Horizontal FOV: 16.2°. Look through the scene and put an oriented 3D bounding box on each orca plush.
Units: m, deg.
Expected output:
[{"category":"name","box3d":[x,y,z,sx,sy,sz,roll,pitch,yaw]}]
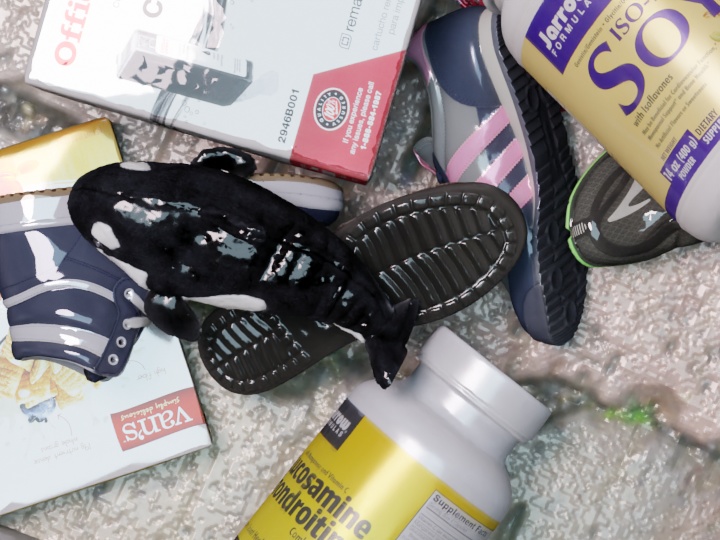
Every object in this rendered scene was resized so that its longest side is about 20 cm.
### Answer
[{"category":"orca plush","box3d":[-0.060,-0.002,1.344,0.200,0.071,0.105,38,82,-4]}]

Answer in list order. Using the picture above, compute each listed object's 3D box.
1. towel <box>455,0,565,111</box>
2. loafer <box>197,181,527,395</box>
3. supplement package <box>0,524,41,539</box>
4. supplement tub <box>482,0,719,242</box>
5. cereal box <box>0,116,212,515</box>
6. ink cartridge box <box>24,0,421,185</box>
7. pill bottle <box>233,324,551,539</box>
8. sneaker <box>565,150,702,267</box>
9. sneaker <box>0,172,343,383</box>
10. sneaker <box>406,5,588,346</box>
[{"category":"towel","box3d":[0.105,-0.208,1.465,0.145,0.022,0.200,-40,91,-1]},{"category":"loafer","box3d":[0.000,0.000,1.429,0.200,0.071,0.073,-23,103,13]},{"category":"supplement package","box3d":[-0.178,0.221,1.420,0.199,0.117,0.118,21,91,-2]},{"category":"supplement tub","box3d":[0.167,-0.130,1.348,0.145,0.145,0.200,-44,73,0]},{"category":"cereal box","box3d":[-0.181,0.028,1.454,0.143,0.040,0.201,-19,90,-4]},{"category":"ink cartridge box","box3d":[-0.071,-0.143,1.398,0.199,0.084,0.145,16,91,0]},{"category":"pill bottle","box3d":[0.014,0.133,1.423,0.112,0.112,0.200,38,90,-1]},{"category":"sneaker","box3d":[0.210,-0.053,1.433,0.199,0.084,0.077,-19,96,-2]},{"category":"sneaker","box3d":[-0.105,0.005,1.408,0.199,0.070,0.109,-5,85,-8]},{"category":"sneaker","box3d":[0.076,-0.053,1.455,0.082,0.070,0.201,-7,98,31]}]
